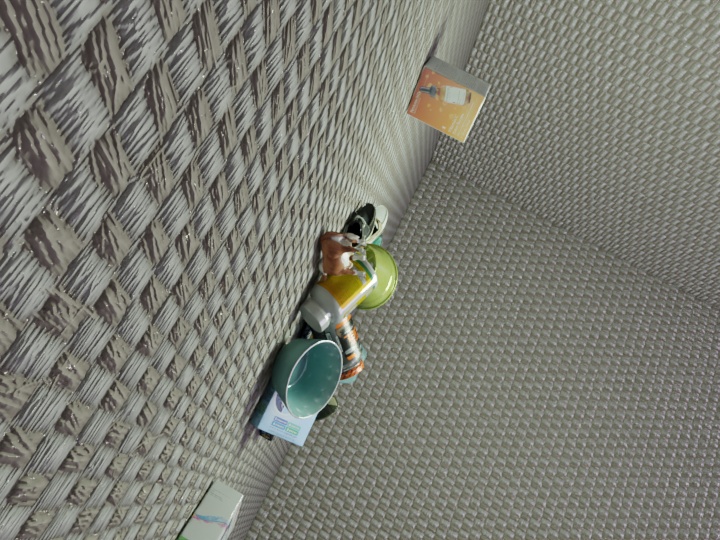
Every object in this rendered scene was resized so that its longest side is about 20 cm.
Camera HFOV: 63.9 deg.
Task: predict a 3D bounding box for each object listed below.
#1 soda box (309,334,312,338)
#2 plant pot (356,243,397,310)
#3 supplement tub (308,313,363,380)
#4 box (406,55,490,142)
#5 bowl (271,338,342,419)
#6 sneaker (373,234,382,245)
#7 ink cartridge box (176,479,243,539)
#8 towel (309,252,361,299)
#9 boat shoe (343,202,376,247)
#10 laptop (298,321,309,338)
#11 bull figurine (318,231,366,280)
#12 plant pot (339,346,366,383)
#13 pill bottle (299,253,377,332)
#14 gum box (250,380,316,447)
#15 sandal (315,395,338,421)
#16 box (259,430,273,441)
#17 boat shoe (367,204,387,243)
[{"bbox_3d":[-0.147,0.242,1.876,0.068,0.063,0.205,47,68,-85],"label":"soda box"},{"bbox_3d":[0.000,0.000,1.680,0.205,0.196,0.184,-63,164,-5],"label":"plant pot"},{"bbox_3d":[-0.066,0.190,1.601,0.123,0.119,0.205,-53,125,-65],"label":"supplement tub"},{"bbox_3d":[0.257,-0.503,1.696,0.107,0.196,0.155,-59,174,-50],"label":"box"},{"bbox_3d":[-0.146,0.253,1.444,0.198,0.103,0.207,-25,124,-43],"label":"bowl"},{"bbox_3d":[0.020,-0.077,2.162,0.202,0.073,0.088,-57,-167,26],"label":"sneaker"},{"bbox_3d":[-0.357,0.611,1.316,0.201,0.085,0.148,-61,174,-54],"label":"ink cartridge box"},{"bbox_3d":[-0.063,0.025,1.551,0.018,0.084,0.204,97,19,-68],"label":"towel"},{"bbox_3d":[-0.004,-0.115,1.573,0.202,0.071,0.068,-60,178,-35],"label":"boat shoe"},{"bbox_3d":[-0.129,0.236,1.740,0.205,0.113,0.187,-65,176,4],"label":"laptop"},{"bbox_3d":[-0.045,-0.029,1.348,0.201,0.117,0.067,89,4,-68],"label":"bull figurine"},{"bbox_3d":[-0.083,0.344,2.319,0.200,0.196,0.196,-64,176,3],"label":"plant pot"},{"bbox_3d":[-0.057,0.059,1.462,0.199,0.113,0.113,-43,167,-23],"label":"pill bottle"},{"bbox_3d":[-0.179,0.346,1.546,0.044,0.169,0.204,13,-108,50],"label":"gum box"},{"bbox_3d":[-0.157,0.405,1.642,0.196,0.082,0.058,-25,161,-3],"label":"sandal"},{"bbox_3d":[-0.240,0.398,1.758,0.201,0.049,0.202,-60,173,-30],"label":"box"},{"bbox_3d":[0.041,-0.145,1.902,0.203,0.073,0.069,-61,180,-30],"label":"boat shoe"}]
